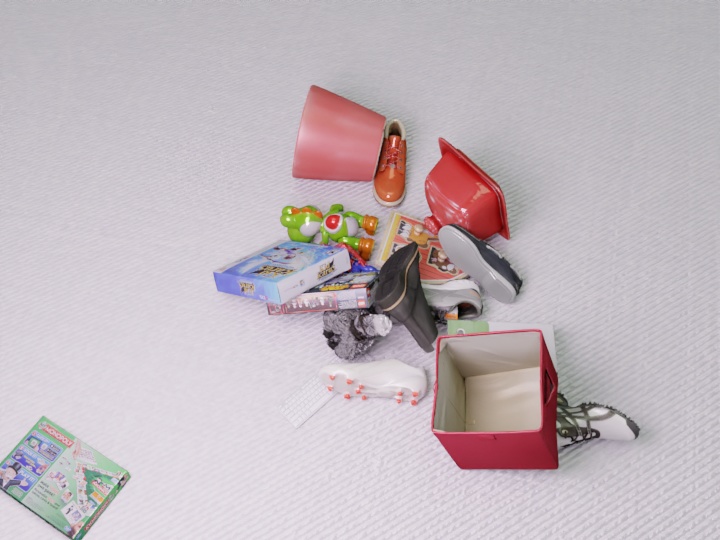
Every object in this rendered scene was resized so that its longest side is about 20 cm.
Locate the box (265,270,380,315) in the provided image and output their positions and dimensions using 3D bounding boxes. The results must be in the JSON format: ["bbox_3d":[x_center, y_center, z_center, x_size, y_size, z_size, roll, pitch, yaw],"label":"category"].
[{"bbox_3d":[-0.061,0.040,1.483,0.197,0.040,0.137,-5,13,18],"label":"box"}]

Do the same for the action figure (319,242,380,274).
[{"bbox_3d":[0.000,0.000,1.565,0.199,0.066,0.052,32,37,16],"label":"action figure"}]

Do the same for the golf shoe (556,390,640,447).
[{"bbox_3d":[0.374,0.272,1.368,0.198,0.078,0.095,13,57,23],"label":"golf shoe"}]

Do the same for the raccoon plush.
[{"bbox_3d":[0.025,0.098,1.446,0.133,0.098,0.199,-27,19,-39],"label":"raccoon plush"}]

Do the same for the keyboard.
[{"bbox_3d":[-0.062,0.207,1.456,0.199,0.011,0.056,-39,62,-24],"label":"keyboard"}]

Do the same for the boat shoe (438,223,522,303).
[{"bbox_3d":[0.236,-0.022,1.559,0.200,0.075,0.060,47,53,-7],"label":"boat shoe"}]

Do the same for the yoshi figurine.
[{"bbox_3d":[-0.068,-0.082,1.631,0.197,0.113,0.113,14,24,-3],"label":"yoshi figurine"}]

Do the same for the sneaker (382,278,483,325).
[{"bbox_3d":[0.139,0.068,1.509,0.197,0.075,0.080,-10,39,-7],"label":"sneaker"}]

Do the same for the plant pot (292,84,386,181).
[{"bbox_3d":[-0.043,-0.282,1.717,0.175,0.201,0.202,13,54,-1],"label":"plant pot"}]

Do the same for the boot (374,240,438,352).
[{"bbox_3d":[0.098,0.048,1.458,0.077,0.139,0.201,-29,21,34],"label":"boot"}]

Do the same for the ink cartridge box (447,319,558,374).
[{"bbox_3d":[0.257,0.152,1.462,0.197,0.060,0.105,3,53,3],"label":"ink cartridge box"}]

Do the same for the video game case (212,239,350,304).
[{"bbox_3d":[-0.150,-0.002,1.504,0.199,0.046,0.180,8,28,44],"label":"video game case"}]

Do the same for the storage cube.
[{"bbox_3d":[0.228,0.217,1.302,0.197,0.180,0.173,-5,57,20],"label":"storage cube"}]

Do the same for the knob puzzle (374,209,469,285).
[{"bbox_3d":[0.140,-0.042,1.594,0.217,0.031,0.221,11,42,-10],"label":"knob puzzle"}]

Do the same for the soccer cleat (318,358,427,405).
[{"bbox_3d":[0.023,0.192,1.436,0.197,0.070,0.078,9,48,-1],"label":"soccer cleat"}]

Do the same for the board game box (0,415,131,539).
[{"bbox_3d":[-0.509,0.350,1.344,0.198,0.029,0.135,26,57,19],"label":"board game box"}]

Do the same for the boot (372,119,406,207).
[{"bbox_3d":[0.066,-0.234,1.724,0.074,0.108,0.202,4,55,2],"label":"boot"}]

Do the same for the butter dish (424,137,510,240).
[{"bbox_3d":[0.192,-0.130,1.606,0.147,0.200,0.200,-39,61,-8],"label":"butter dish"}]
